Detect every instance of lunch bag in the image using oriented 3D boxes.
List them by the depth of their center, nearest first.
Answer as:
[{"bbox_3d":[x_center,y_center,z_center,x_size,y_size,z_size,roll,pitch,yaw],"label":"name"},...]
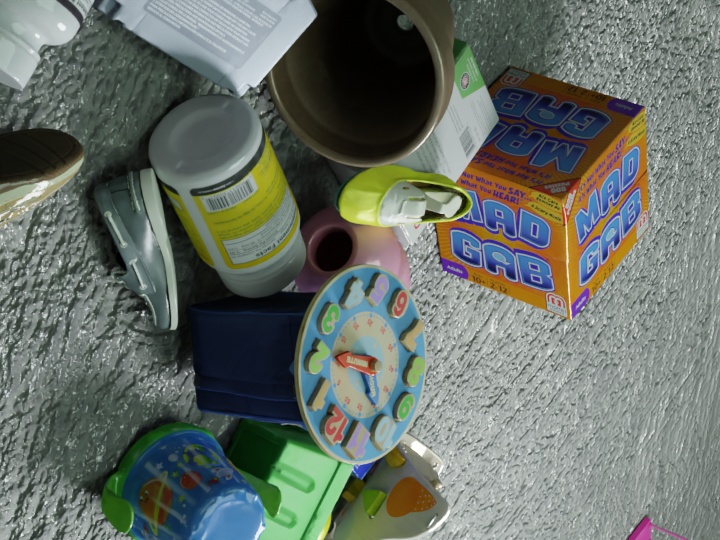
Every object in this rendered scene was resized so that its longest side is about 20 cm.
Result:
[{"bbox_3d":[-0.088,0.096,1.696,0.136,0.199,0.133,-13,101,-51],"label":"lunch bag"}]

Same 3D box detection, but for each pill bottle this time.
[{"bbox_3d":[-0.258,-0.252,1.295,0.201,0.111,0.111,-62,148,-8],"label":"pill bottle"},{"bbox_3d":[-0.126,-0.069,1.605,0.114,0.114,0.200,-52,146,-24],"label":"pill bottle"}]

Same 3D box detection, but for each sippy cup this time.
[{"bbox_3d":[-0.170,0.245,1.685,0.177,0.130,0.140,-36,128,-23],"label":"sippy cup"}]

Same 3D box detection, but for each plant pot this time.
[{"bbox_3d":[0.019,-0.234,1.684,0.175,0.199,0.201,-54,151,-55],"label":"plant pot"}]

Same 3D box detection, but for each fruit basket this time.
[{"bbox_3d":[-0.086,0.286,1.871,0.215,0.155,0.217,-12,109,-37],"label":"fruit basket"}]

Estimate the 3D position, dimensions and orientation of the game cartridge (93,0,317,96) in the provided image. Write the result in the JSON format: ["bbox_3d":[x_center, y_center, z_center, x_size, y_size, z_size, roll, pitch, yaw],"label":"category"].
[{"bbox_3d":[-0.135,-0.250,1.483,0.133,0.041,0.200,-44,140,14],"label":"game cartridge"}]

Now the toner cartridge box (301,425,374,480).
[{"bbox_3d":[-0.030,0.154,1.909,0.095,0.043,0.200,-51,133,-15],"label":"toner cartridge box"}]

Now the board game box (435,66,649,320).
[{"bbox_3d":[0.228,-0.100,2.038,0.200,0.199,0.201,-45,142,-33],"label":"board game box"}]

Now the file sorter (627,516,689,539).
[{"bbox_3d":[0.554,0.598,3.035,0.139,0.125,0.201,-43,140,-35],"label":"file sorter"}]

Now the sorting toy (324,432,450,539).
[{"bbox_3d":[0.016,0.300,2.032,0.180,0.107,0.200,-47,-174,7],"label":"sorting toy"}]

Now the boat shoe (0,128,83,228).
[{"bbox_3d":[-0.323,-0.057,1.368,0.199,0.072,0.076,-26,140,-35],"label":"boat shoe"}]

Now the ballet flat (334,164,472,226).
[{"bbox_3d":[0.056,-0.077,1.762,0.199,0.067,0.067,-5,115,-54],"label":"ballet flat"}]

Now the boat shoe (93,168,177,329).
[{"bbox_3d":[-0.215,-0.017,1.573,0.061,0.073,0.201,-9,137,-5],"label":"boat shoe"}]

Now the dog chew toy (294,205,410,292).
[{"bbox_3d":[0.000,0.000,1.840,0.125,0.124,0.200,-65,156,-5],"label":"dog chew toy"}]

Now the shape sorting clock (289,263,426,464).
[{"bbox_3d":[0.005,0.094,1.621,0.199,0.039,0.201,-8,100,-47],"label":"shape sorting clock"}]

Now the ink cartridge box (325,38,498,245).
[{"bbox_3d":[0.061,-0.154,1.863,0.200,0.084,0.146,-54,146,-18],"label":"ink cartridge box"}]
